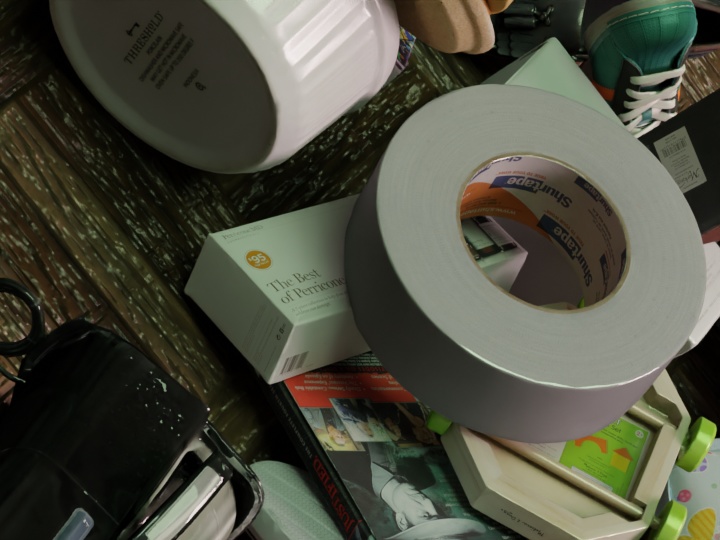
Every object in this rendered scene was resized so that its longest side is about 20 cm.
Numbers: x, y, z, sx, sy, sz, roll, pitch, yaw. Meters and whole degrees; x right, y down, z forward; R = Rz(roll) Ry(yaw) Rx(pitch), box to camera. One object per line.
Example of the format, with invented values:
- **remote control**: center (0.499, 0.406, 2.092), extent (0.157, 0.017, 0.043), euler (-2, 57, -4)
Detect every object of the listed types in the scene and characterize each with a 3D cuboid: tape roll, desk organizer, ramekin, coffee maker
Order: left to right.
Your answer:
- **coffee maker**: center (-0.177, 0.132, 1.406), extent (0.191, 0.135, 0.200), euler (32, 46, 8)
- **ramekin**: center (-0.084, -0.143, 1.567), extent (0.202, 0.202, 0.094), euler (46, 58, -11)
- **tape roll**: center (0.092, -0.005, 1.582), extent (0.199, 0.066, 0.201), euler (11, 54, -15)
- **desk organizer**: center (0.247, -0.080, 1.646), extent (0.077, 0.200, 0.072), euler (-13, 77, -46)

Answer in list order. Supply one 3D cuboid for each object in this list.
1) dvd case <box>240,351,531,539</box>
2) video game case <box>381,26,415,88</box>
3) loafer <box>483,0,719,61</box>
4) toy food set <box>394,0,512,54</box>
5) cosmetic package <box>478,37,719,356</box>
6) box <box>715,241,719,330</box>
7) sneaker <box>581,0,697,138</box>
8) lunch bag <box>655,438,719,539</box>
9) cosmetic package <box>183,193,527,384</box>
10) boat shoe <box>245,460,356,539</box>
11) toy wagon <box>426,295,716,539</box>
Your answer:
- **dvd case**: center (0.030, 0.108, 1.591), extent (0.145, 0.022, 0.200), euler (1, 42, -39)
- **video game case**: center (-0.033, -0.207, 1.691), extent (0.181, 0.036, 0.200), euler (45, 21, -12)
- **loafer**: center (0.149, -0.167, 1.803), extent (0.199, 0.063, 0.072), euler (1, 101, -13)
- **toy food set**: center (0.012, -0.202, 1.548), extent (0.049, 0.200, 0.198), euler (-41, 81, -7)
- **cosmetic package**: center (0.129, -0.030, 1.735), extent (0.200, 0.113, 0.081), euler (49, 46, -6)
- **box**: center (0.304, 0.044, 1.826), extent (0.160, 0.044, 0.200), euler (17, 30, -33)
- **sneaker**: center (0.174, -0.104, 1.756), extent (0.071, 0.200, 0.080), euler (-13, 70, -13)
- **lunch bag**: center (0.272, 0.198, 1.727), extent (0.199, 0.127, 0.171), euler (14, 58, -26)
- **cosmetic package**: center (0.000, 0.000, 1.634), extent (0.199, 0.051, 0.083), euler (-17, 51, -44)
- **boat shoe**: center (-0.001, 0.190, 1.540), extent (0.200, 0.071, 0.072), euler (42, 33, 17)
- **toy wagon**: center (0.128, 0.076, 1.617), extent (0.155, 0.040, 0.200), euler (29, 47, -2)
